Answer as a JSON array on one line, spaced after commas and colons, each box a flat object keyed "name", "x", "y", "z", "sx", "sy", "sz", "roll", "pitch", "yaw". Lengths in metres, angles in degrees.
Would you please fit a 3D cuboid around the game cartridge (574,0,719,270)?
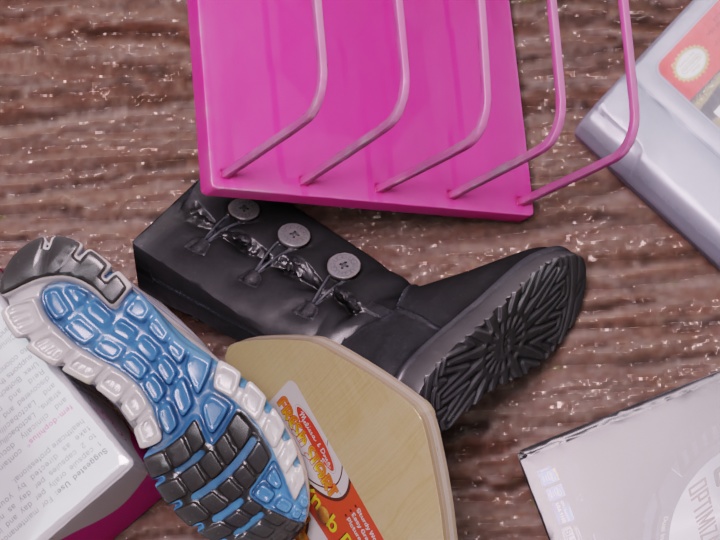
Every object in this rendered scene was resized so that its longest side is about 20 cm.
[{"name": "game cartridge", "x": 0.231, "y": -0.103, "z": 1.187, "sx": 0.133, "sy": 0.041, "sz": 0.200, "roll": 43, "pitch": 86, "yaw": 8}]

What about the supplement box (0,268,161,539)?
[{"name": "supplement box", "x": -0.205, "y": 0.067, "z": 1.172, "sx": 0.103, "sy": 0.101, "sz": 0.200, "roll": -41, "pitch": 75, "yaw": -3}]

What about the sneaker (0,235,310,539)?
[{"name": "sneaker", "x": -0.096, "y": 0.059, "z": 1.127, "sx": 0.075, "sy": 0.087, "sz": 0.200, "roll": -43, "pitch": 85, "yaw": 5}]

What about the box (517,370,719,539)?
[{"name": "box", "x": 0.190, "y": 0.160, "z": 1.129, "sx": 0.159, "sy": 0.044, "sz": 0.201, "roll": -21, "pitch": 75, "yaw": 3}]

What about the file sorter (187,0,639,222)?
[{"name": "file sorter", "x": 0.028, "y": -0.116, "z": 1.121, "sx": 0.199, "sy": 0.125, "sz": 0.140, "roll": 4, "pitch": 73, "yaw": -31}]

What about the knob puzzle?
[{"name": "knob puzzle", "x": -0.008, "y": 0.117, "z": 1.113, "sx": 0.030, "sy": 0.220, "sz": 0.221, "roll": -17, "pitch": 70, "yaw": -39}]

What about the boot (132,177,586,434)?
[{"name": "boot", "x": -0.001, "y": 0.000, "z": 1.177, "sx": 0.199, "sy": 0.066, "sz": 0.164, "roll": 25, "pitch": 37, "yaw": 32}]
